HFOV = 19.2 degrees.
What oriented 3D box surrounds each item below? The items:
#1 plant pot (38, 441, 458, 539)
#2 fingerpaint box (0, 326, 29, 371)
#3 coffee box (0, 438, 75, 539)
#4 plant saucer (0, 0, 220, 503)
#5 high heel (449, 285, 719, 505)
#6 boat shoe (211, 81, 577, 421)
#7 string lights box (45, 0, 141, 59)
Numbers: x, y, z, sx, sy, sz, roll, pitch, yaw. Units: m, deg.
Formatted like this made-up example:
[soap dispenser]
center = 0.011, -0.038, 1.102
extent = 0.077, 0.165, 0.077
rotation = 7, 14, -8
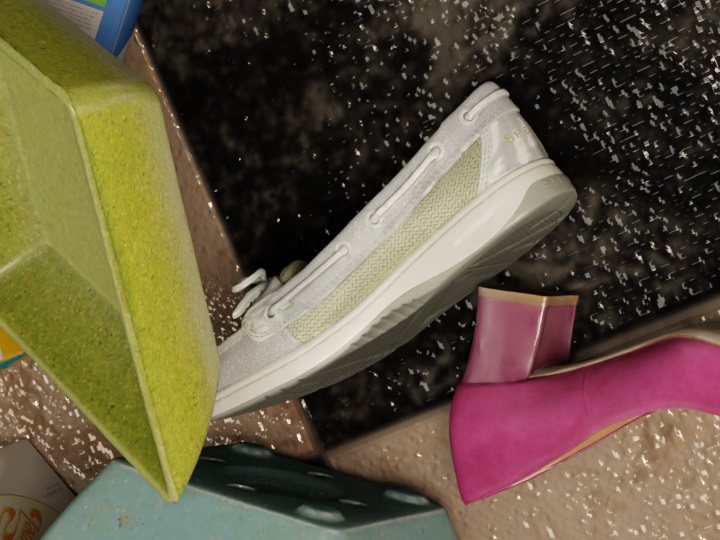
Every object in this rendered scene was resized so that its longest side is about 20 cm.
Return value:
[plant pot]
center = -0.053, 0.185, 0.931
extent = 0.195, 0.196, 0.200
rotation = 13, 95, 26
[fingerpaint box]
center = -0.249, -0.029, 0.998
extent = 0.073, 0.167, 0.200
rotation = -26, 88, 32
[coffee box]
center = -0.201, 0.168, 0.996
extent = 0.114, 0.200, 0.080
rotation = 48, 119, 12
[plant saucer]
center = -0.123, -0.033, 0.882
extent = 0.200, 0.048, 0.200
rotation = 39, 147, 45
[high heel]
center = 0.124, 0.066, 0.867
extent = 0.200, 0.067, 0.096
rotation = 11, 97, 42
[boat shoe]
center = 0.000, 0.000, 0.923
extent = 0.202, 0.074, 0.065
rotation = -37, 76, 26
[string lights box]
center = -0.129, -0.182, 0.927
extent = 0.103, 0.059, 0.200
rotation = 21, 115, -3
